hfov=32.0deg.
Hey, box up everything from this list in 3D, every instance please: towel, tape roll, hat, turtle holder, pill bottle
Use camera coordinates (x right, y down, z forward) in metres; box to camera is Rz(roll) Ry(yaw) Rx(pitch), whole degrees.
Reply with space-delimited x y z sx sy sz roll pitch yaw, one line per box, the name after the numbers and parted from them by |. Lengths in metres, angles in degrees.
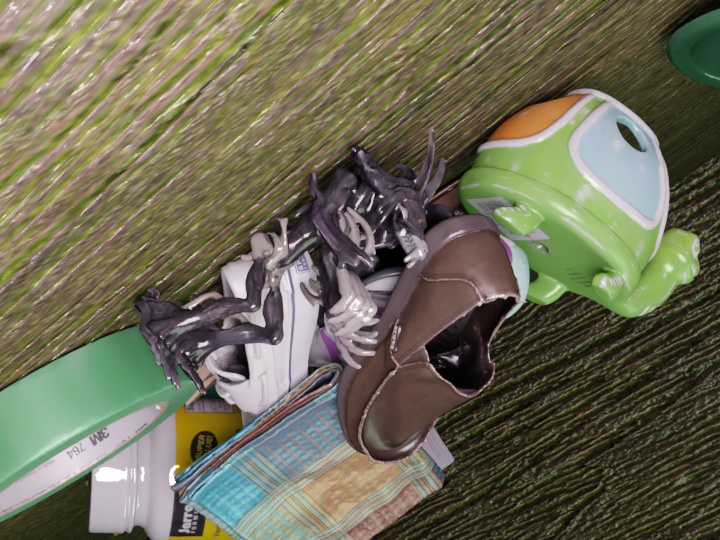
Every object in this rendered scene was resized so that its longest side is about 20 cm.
-0.028 0.154 0.907 0.146 0.022 0.200 -37 139 1 | towel
-0.202 0.108 0.829 0.200 0.048 0.200 -33 172 -5 | tape roll
0.337 -0.244 0.956 0.199 0.177 0.166 6 167 -7 | hat
0.168 -0.046 0.906 0.132 0.185 0.141 -58 172 -14 | turtle holder
-0.113 0.158 0.993 0.199 0.115 0.114 2 162 -14 | pill bottle

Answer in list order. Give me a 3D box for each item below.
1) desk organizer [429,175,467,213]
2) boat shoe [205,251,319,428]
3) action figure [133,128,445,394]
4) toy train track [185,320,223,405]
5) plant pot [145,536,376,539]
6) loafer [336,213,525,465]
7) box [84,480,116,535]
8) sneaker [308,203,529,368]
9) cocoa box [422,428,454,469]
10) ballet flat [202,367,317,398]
0.109 -0.033 1.102 0.072 0.077 0.200 -33 172 4 | desk organizer
-0.074 0.057 0.854 0.065 0.074 0.201 -14 137 -21 | boat shoe
-0.023 0.005 0.724 0.199 0.102 0.119 -31 159 0 | action figure
-0.087 0.045 0.984 0.115 0.033 0.200 -44 175 21 | toy train track
-0.093 0.285 1.150 0.199 0.177 0.200 -39 -171 35 | plant pot
0.042 0.059 0.788 0.073 0.071 0.201 -5 134 -29 | loafer
-0.203 0.201 1.309 0.064 0.070 0.200 -21 166 -49 | box
0.000 0.000 0.850 0.199 0.078 0.140 -22 144 26 | sneaker
-0.028 0.165 1.315 0.133 0.200 0.131 -27 171 -40 | cocoa box
-0.093 0.109 1.091 0.199 0.068 0.068 -23 172 35 | ballet flat
